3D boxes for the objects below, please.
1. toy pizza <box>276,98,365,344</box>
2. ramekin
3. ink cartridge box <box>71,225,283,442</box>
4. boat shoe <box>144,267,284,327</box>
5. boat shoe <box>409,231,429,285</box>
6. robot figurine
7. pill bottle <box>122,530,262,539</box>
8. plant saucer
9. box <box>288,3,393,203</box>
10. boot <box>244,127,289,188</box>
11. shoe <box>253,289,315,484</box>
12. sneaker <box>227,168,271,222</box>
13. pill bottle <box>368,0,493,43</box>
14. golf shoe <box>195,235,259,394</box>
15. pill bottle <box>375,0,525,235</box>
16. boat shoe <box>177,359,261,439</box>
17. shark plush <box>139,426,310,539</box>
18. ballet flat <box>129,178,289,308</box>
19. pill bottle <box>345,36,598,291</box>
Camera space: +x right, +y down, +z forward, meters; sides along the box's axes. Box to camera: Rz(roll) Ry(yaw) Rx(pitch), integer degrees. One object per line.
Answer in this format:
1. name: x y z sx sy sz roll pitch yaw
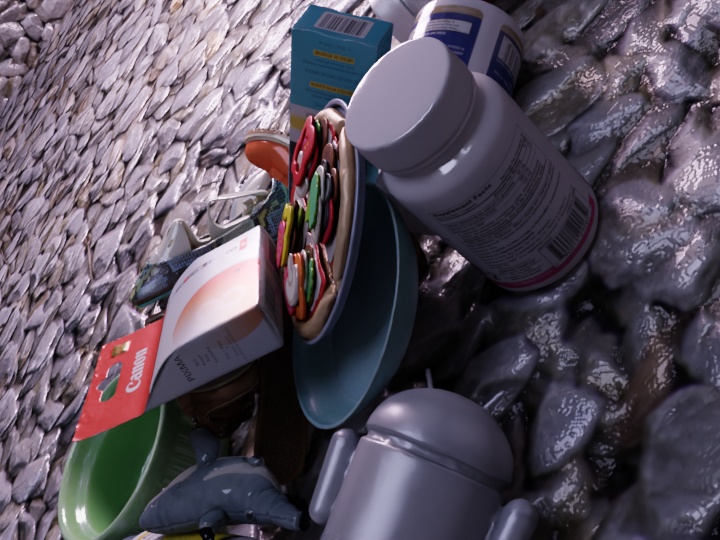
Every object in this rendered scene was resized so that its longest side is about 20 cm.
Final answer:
1. toy pizza: -0.041 -0.041 0.745 0.200 0.031 0.203 -173 90 -72
2. ramekin: -0.231 0.211 0.979 0.199 0.097 0.202 -33 42 34
3. ink cartridge box: -0.163 0.049 0.793 0.198 0.050 0.163 -24 26 6
4. boat shoe: -0.141 0.037 0.898 0.199 0.076 0.072 -27 73 19
5. boat shoe: 0.000 0.000 0.872 0.070 0.071 0.199 -45 28 -23
6. robot figurine: 0.040 0.171 0.645 0.168 0.113 0.202 16 76 28
7. pill bottle: -0.154 0.288 0.808 0.199 0.112 0.114 -12 55 48
8. plant saucer: -0.002 0.030 0.741 0.200 0.036 0.202 -40 44 55
9. box: -0.022 -0.139 0.849 0.049 0.081 0.201 -63 -16 -45
10. boot: -0.072 -0.090 0.999 0.199 0.075 0.108 28 95 38
11. shoe: -0.063 0.097 0.855 0.053 0.069 0.202 -88 11 -86
12. sneaker: -0.121 -0.023 1.062 0.093 0.070 0.201 26 84 38
13. pill bottle: 0.107 -0.326 0.945 0.200 0.109 0.110 -40 38 25
14. golf shoe: -0.134 0.029 0.974 0.092 0.072 0.201 -43 70 17
15. pill bottle: 0.076 -0.140 0.840 0.111 0.111 0.202 -5 61 51
16. boat shoe: -0.123 0.114 0.832 0.071 0.069 0.200 -28 2 -19
17. shark plush: -0.105 0.206 0.757 0.199 0.092 0.083 9 34 43
18. ballet flat: -0.156 -0.035 0.928 0.199 0.075 0.074 -28 34 -9
19. pill bottle: 0.086 -0.077 0.691 0.113 0.200 0.114 -27 45 30
